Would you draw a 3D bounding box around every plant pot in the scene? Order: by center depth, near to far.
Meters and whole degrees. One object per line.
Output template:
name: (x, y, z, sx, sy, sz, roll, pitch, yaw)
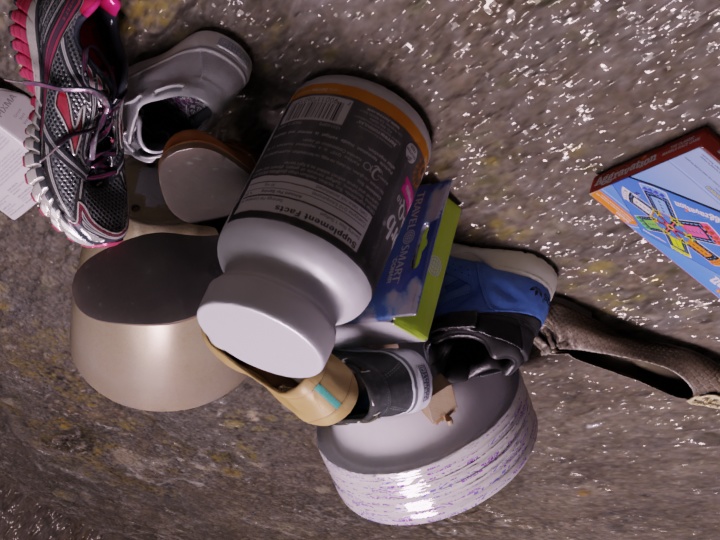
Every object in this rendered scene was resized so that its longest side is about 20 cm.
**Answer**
plant pot: (-0.178, -0.006, 0.971, 0.187, 0.187, 0.200, 19, 138, 9)

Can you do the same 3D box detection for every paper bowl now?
paper bowl: (0.055, 0.130, 0.984, 0.200, 0.201, 0.105, -2, 120, 39)

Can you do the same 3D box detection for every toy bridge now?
toy bridge: (0.021, 0.071, 0.918, 0.200, 0.027, 0.067, 45, 161, 43)

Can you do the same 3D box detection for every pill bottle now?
pill bottle: (-0.032, -0.032, 0.761, 0.116, 0.200, 0.116, 18, 153, 10)

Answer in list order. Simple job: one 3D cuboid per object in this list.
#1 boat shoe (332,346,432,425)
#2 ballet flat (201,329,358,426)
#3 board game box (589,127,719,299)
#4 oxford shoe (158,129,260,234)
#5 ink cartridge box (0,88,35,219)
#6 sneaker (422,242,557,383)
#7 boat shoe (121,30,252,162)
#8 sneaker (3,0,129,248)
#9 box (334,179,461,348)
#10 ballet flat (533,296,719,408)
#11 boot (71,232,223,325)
boat shoe: (-0.018, 0.095, 0.882, 0.057, 0.069, 0.200, -11, 178, -32)
ballet flat: (-0.077, 0.053, 0.841, 0.200, 0.069, 0.063, 27, 167, 44)
board game box: (0.268, -0.020, 0.751, 0.200, 0.019, 0.103, 35, 149, -20)
oxford shoe: (-0.110, -0.075, 0.837, 0.071, 0.071, 0.200, -13, 165, 9)
ink cartridge box: (-0.372, -0.140, 1.001, 0.200, 0.050, 0.161, 40, 148, -21)
sneaker: (0.059, 0.036, 0.906, 0.200, 0.111, 0.077, 8, 148, 27)
boat shoe: (-0.157, -0.121, 0.840, 0.200, 0.069, 0.072, -11, 137, 46)
sneaker: (-0.206, -0.114, 0.794, 0.075, 0.081, 0.201, -1, 105, 30)
box: (0.000, 0.000, 0.874, 0.200, 0.122, 0.048, -8, 148, 46)
ballet flat: (0.234, 0.080, 0.920, 0.200, 0.046, 0.067, 24, 153, 0)
boot: (-0.127, 0.004, 0.854, 0.200, 0.074, 0.075, -13, 173, -6)
